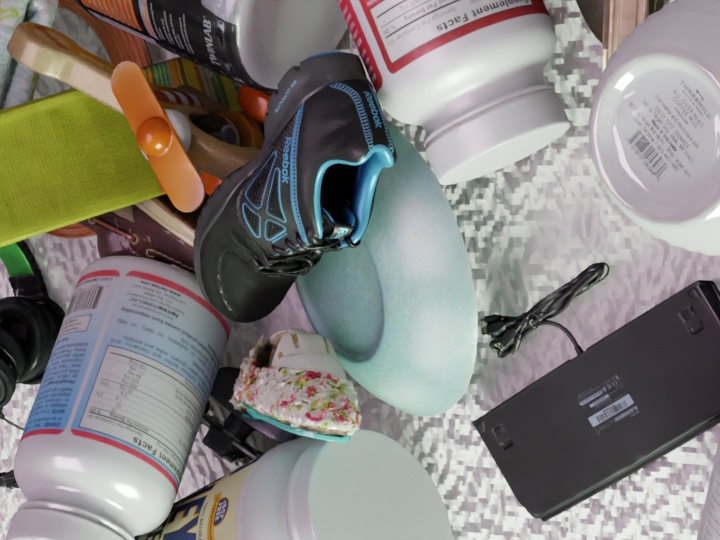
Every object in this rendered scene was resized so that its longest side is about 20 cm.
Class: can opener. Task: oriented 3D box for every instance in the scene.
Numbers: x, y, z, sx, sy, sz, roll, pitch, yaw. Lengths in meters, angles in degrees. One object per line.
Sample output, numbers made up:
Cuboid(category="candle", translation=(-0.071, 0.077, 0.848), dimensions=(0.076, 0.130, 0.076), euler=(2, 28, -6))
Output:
Cuboid(category="can opener", translation=(-0.120, 0.076, 1.589), dimensions=(0.200, 0.053, 0.067), euler=(35, 88, 31))

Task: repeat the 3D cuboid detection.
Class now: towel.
Cuboid(category="towel", translation=(-0.267, -0.105, 1.564), dimensions=(0.171, 0.048, 0.201), euler=(-17, 56, 58))
Cuboid(category="towel", translation=(-0.166, -0.082, 1.493), dimensions=(0.087, 0.199, 0.018), euler=(68, 156, 5))

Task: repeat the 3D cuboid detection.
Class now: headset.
Cuboid(category="headset", translation=(-0.271, 0.063, 1.657), dimensions=(0.093, 0.123, 0.201), euler=(-10, 102, 28))

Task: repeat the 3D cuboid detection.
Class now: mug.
Cuboid(category="mug", translation=(0.214, -0.056, 1.177), dimensions=(0.147, 0.175, 0.201), euler=(-34, 77, 40))

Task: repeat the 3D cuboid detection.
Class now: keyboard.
Cuboid(category="keyboard", translation=(0.141, 0.060, 1.370), dimensions=(0.200, 0.021, 0.128), euler=(-35, 82, 39))

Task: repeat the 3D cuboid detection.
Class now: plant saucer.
Cuboid(category="plant saucer", translation=(0.000, 0.000, 1.422), dimensions=(0.201, 0.038, 0.202), euler=(37, 136, 47))

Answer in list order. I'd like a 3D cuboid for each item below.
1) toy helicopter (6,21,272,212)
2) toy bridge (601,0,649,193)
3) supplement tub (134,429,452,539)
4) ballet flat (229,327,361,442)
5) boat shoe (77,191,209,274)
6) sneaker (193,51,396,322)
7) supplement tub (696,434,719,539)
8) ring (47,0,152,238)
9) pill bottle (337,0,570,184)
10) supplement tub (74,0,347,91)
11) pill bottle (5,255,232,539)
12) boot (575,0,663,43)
Cuboid(category="toy helicopter", translation=(-0.135, -0.100, 1.443), dimensions=(0.199, 0.132, 0.079), euler=(27, 110, 2))
Cuboid(category="toy bridge", translation=(0.146, -0.128, 1.255), dimensions=(0.027, 0.067, 0.201), euler=(2, 124, 7))
Cuboid(category="supplement tub", translation=(-0.051, 0.194, 1.480), dimensions=(0.200, 0.145, 0.146), euler=(-31, 79, 40))
Cuboid(category="ballet flat", translation=(-0.044, 0.068, 1.436), dimensions=(0.200, 0.075, 0.064), euler=(-178, 99, -75))
Cuboid(category="boat shoe", translation=(-0.147, -0.029, 1.549), dimensions=(0.199, 0.072, 0.072), euler=(31, 111, 18))
Cuboid(category="sneaker", translation=(-0.041, -0.032, 1.358), dimensions=(0.082, 0.073, 0.201), euler=(60, 140, 34))
Cuboid(category="supplement tub", translation=(0.246, 0.140, 1.222), dimensions=(0.131, 0.132, 0.201), euler=(24, 113, 35))
Cuboid(category="ring", translation=(-0.211, -0.123, 1.634), dimensions=(0.199, 0.019, 0.202), euler=(10, 106, 40))
Cuboid(category="pill bottle", translation=(0.046, -0.158, 1.342), dimensions=(0.112, 0.112, 0.201), euler=(-28, 81, 41))
Cuboid(category="supplement tub", translation=(-0.108, -0.200, 1.460), dimensions=(0.199, 0.122, 0.123), euler=(27, 116, 33))
Cuboid(category="pill bottle", translation=(-0.160, 0.100, 1.488), dimensions=(0.108, 0.109, 0.201), euler=(-8, 54, 41))
Cuboid(category="boot", translation=(0.106, -0.213, 1.287), dimensions=(0.074, 0.097, 0.201), euler=(-18, 87, 41))
